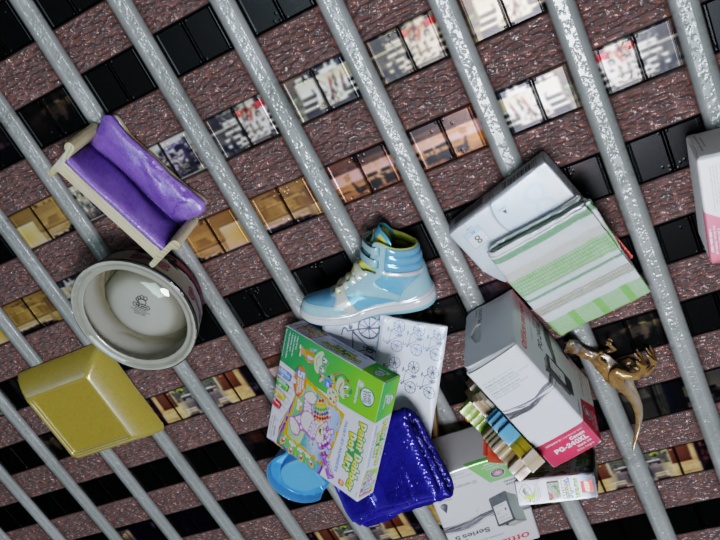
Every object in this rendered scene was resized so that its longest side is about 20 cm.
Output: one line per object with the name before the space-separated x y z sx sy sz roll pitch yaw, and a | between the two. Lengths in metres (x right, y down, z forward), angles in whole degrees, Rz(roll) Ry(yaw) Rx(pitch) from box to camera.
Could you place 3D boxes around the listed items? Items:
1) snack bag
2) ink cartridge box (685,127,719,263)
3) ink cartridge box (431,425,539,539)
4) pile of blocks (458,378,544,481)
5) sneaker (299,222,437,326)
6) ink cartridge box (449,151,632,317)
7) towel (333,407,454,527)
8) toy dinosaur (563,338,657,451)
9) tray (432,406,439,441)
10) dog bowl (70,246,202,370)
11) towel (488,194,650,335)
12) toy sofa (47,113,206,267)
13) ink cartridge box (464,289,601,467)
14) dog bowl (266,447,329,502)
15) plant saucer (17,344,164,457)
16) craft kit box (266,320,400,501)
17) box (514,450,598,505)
snack bag | 0.024 0.149 1.136 0.198 0.021 0.190 12 108 14
ink cartridge box | 0.505 -0.107 0.897 0.198 0.085 0.147 -11 117 18
ink cartridge box | 0.188 0.350 1.197 0.144 0.084 0.201 -19 119 5
pile of blocks | 0.185 0.230 1.083 0.062 0.200 0.082 -45 118 2
sneaker | 0.000 0.000 1.059 0.198 0.080 0.132 -11 119 6
ink cartridge box | 0.241 -0.034 1.009 0.160 0.047 0.200 -38 105 27
towel | 0.032 0.301 1.133 0.199 0.049 0.149 -34 83 39
toy dinosaur | 0.380 0.156 1.097 0.200 0.060 0.106 48 130 -5
tray | 0.075 0.244 1.208 0.098 0.037 0.202 -1 120 11
dog bowl | -0.329 0.051 1.146 0.198 0.074 0.202 6 123 9
towel | 0.280 -0.001 1.009 0.148 0.031 0.200 -29 128 25
toy sofa | -0.318 -0.112 1.049 0.097 0.083 0.200 -37 108 27
ink cartridge box | 0.238 0.147 1.056 0.083 0.146 0.200 -35 109 24
dog bowl | -0.063 0.319 1.269 0.199 0.050 0.112 -26 112 24
plant saucer | -0.473 0.240 1.302 0.199 0.049 0.201 -20 115 21
craft kit box | -0.046 0.206 1.127 0.196 0.048 0.202 24 113 31
box | 0.293 0.304 1.116 0.109 0.200 0.035 -11 82 17
